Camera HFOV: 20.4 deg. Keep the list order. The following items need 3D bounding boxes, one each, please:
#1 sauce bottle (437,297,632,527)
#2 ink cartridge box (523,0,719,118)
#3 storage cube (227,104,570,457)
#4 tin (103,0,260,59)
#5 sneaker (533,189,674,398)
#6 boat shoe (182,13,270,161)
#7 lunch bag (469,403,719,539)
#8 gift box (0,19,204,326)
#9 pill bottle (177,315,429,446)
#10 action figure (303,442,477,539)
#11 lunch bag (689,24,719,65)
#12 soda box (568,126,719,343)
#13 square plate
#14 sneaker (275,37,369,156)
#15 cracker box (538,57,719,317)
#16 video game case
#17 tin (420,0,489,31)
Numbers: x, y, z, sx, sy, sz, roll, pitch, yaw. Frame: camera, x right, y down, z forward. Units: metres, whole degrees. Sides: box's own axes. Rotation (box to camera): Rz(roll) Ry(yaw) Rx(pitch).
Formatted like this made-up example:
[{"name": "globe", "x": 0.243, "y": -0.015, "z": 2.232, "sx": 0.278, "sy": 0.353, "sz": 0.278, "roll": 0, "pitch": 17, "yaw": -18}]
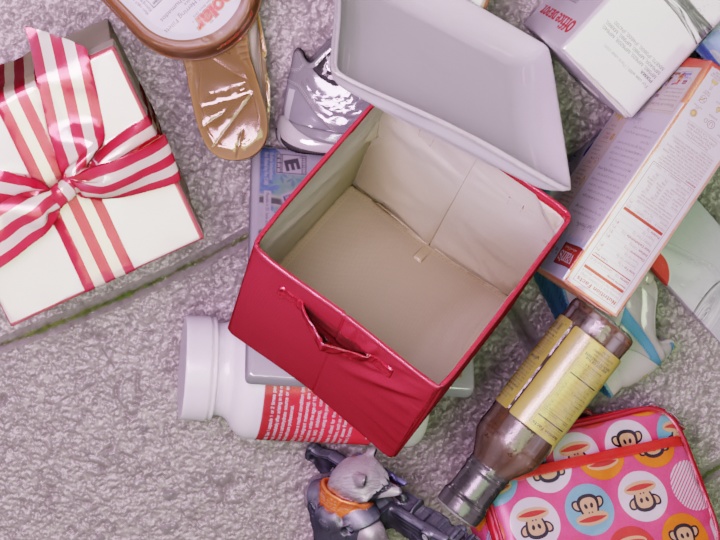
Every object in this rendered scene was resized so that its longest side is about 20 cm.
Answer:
[{"name": "sauce bottle", "x": 0.137, "y": 0.116, "z": 1.614, "sx": 0.065, "sy": 0.065, "sz": 0.200, "roll": 38, "pitch": 92, "yaw": -16}, {"name": "ink cartridge box", "x": 0.234, "y": -0.229, "z": 1.571, "sx": 0.084, "sy": 0.144, "sz": 0.200, "roll": 40, "pitch": 96, "yaw": -15}, {"name": "storage cube", "x": 0.022, "y": 0.005, "z": 1.498, "sx": 0.171, "sy": 0.180, "sz": 0.200, "roll": 37, "pitch": 67, "yaw": 5}, {"name": "tin", "x": -0.163, "y": -0.249, "z": 1.522, "sx": 0.112, "sy": 0.042, "sz": 0.200, "roll": -45, "pitch": 86, "yaw": 4}, {"name": "sneaker", "x": 0.196, "y": 0.005, "z": 1.674, "sx": 0.081, "sy": 0.077, "sz": 0.200, "roll": -29, "pitch": 113, "yaw": -9}, {"name": "boat shoe", "x": -0.112, "y": -0.181, "z": 1.575, "sx": 0.074, "sy": 0.069, "sz": 0.201, "roll": -8, "pitch": 86, "yaw": 1}, {"name": "lunch bag", "x": 0.189, "y": 0.193, "z": 1.688, "sx": 0.199, "sy": 0.082, "sz": 0.177, "roll": -11, "pitch": 69, "yaw": -17}, {"name": "gift box", "x": -0.240, "y": -0.086, "z": 1.520, "sx": 0.184, "sy": 0.187, "sz": 0.200, "roll": -29, "pitch": 109, "yaw": 0}, {"name": "pill bottle", "x": -0.047, "y": 0.084, "z": 1.634, "sx": 0.199, "sy": 0.112, "sz": 0.113, "roll": 4, "pitch": 105, "yaw": -10}, {"name": "action figure", "x": 0.011, "y": 0.238, "z": 1.654, "sx": 0.105, "sy": 0.200, "sz": 0.194, "roll": -32, "pitch": 133, "yaw": -43}, {"name": "lunch bag", "x": 0.375, "y": -0.166, "z": 1.623, "sx": 0.170, "sy": 0.124, "sz": 0.200, "roll": -43, "pitch": 99, "yaw": 4}, {"name": "soda box", "x": 0.259, "y": -0.032, "z": 1.672, "sx": 0.068, "sy": 0.063, "sz": 0.200, "roll": -42, "pitch": 107, "yaw": 5}, {"name": "square plate", "x": 0.060, "y": -0.149, "z": 1.470, "sx": 0.200, "sy": 0.198, "sz": 0.028, "roll": 26, "pitch": 123, "yaw": -19}, {"name": "sneaker", "x": 0.036, "y": -0.144, "z": 1.604, "sx": 0.199, "sy": 0.075, "sz": 0.116, "roll": 5, "pitch": 102, "yaw": -9}, {"name": "cracker box", "x": 0.213, "y": -0.069, "z": 1.548, "sx": 0.058, "sy": 0.134, "sz": 0.200, "roll": 34, "pitch": 92, "yaw": -14}, {"name": "video game case", "x": 0.000, "y": 0.000, "z": 1.605, "sx": 0.182, "sy": 0.022, "sz": 0.201, "roll": 4, "pitch": 66, "yaw": -9}, {"name": "tin", "x": 0.050, "y": -0.270, "z": 1.546, "sx": 0.112, "sy": 0.042, "sz": 0.201, "roll": 0, "pitch": 104, "yaw": -10}]
